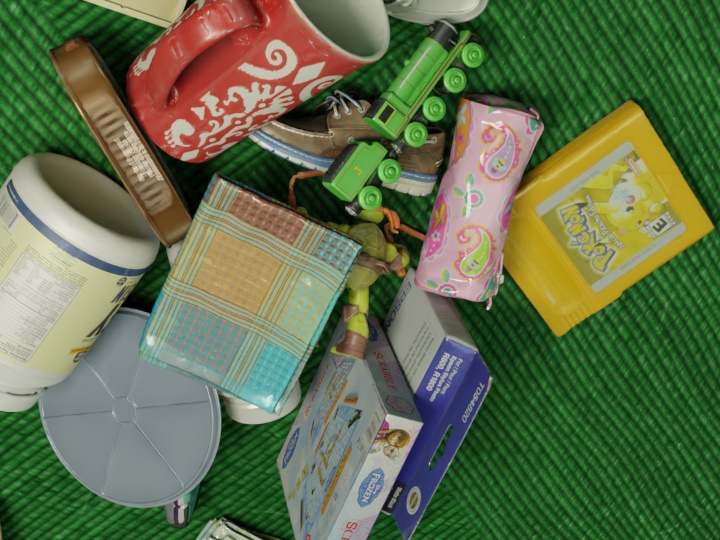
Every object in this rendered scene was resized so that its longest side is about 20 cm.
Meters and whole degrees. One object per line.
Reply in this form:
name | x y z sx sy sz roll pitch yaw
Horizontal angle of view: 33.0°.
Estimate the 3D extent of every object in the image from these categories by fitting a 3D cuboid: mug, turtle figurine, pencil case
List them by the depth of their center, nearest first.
mug | -0.107 -0.187 0.991 0.200 0.134 0.177 -30 149 35
turtle figurine | 0.000 0.000 1.142 0.200 0.064 0.162 21 82 -44
pencil case | 0.112 -0.066 1.156 0.087 0.087 0.201 9 105 -17

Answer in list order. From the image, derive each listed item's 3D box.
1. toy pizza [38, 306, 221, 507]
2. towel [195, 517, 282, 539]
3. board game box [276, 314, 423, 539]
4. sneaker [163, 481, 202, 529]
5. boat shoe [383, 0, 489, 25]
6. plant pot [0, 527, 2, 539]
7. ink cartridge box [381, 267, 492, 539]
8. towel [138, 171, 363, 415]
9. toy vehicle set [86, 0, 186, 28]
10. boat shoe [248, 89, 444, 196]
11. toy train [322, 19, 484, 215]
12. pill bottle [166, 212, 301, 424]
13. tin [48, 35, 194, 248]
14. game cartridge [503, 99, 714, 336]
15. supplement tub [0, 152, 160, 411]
toy pizza | -0.222 0.131 1.176 0.200 0.032 0.201 4 102 19
towel | -0.136 0.380 1.365 0.171 0.048 0.200 25 109 -22
board game box | -0.017 0.171 1.197 0.041 0.200 0.200 16 113 -20
sneaker | -0.207 0.168 1.239 0.087 0.074 0.201 5 111 5
boat shoe | 0.025 -0.253 1.063 0.199 0.065 0.074 7 115 -16
plant pot | -0.483 0.274 1.171 0.199 0.187 0.187 -19 120 12
ink cartridge box | 0.046 0.127 1.188 0.040 0.200 0.200 17 111 -20
towel | -0.100 0.027 1.072 0.146 0.022 0.200 25 118 -6
toy vehicle set | -0.179 -0.313 1.008 0.124 0.027 0.200 17 112 -20
boat shoe | -0.013 -0.128 1.123 0.200 0.072 0.073 11 109 -29
toy train | 0.038 -0.139 1.083 0.056 0.042 0.200 38 82 -19
pill bottle | -0.112 0.044 1.161 0.109 0.109 0.201 -13 118 -6
tin | -0.203 -0.112 1.056 0.042 0.112 0.200 -32 115 -6
game cartridge | 0.238 -0.048 1.237 0.200 0.032 0.176 -37 119 7
supplement tub | -0.288 0.012 1.084 0.145 0.145 0.200 31 107 -25
